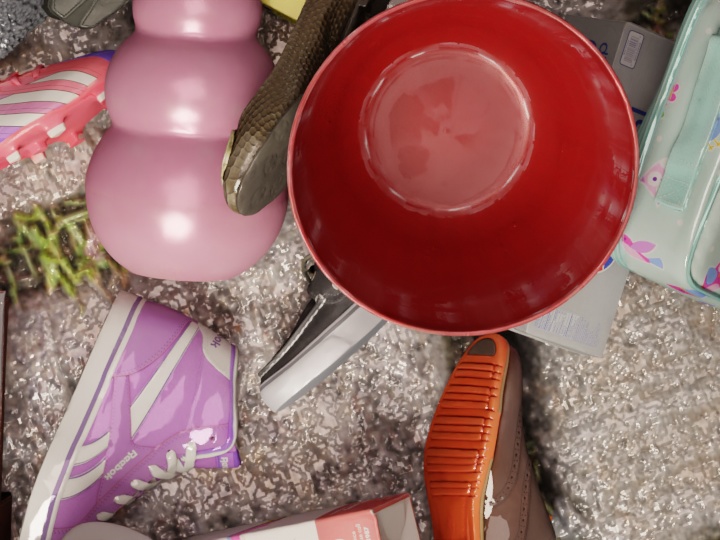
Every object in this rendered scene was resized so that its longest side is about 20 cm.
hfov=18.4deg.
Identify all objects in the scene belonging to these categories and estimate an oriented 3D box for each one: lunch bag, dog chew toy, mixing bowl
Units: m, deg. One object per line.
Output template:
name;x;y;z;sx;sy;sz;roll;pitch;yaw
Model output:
lunch bag;0.225;-0.080;1.337;0.077;0.160;0.200;22;92;34
dog chew toy;-0.102;-0.097;1.350;0.124;0.125;0.201;5;99;0
mixing bowl;0.056;-0.073;1.302;0.199;0.108;0.201;-1;106;-3

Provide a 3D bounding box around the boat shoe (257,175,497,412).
boat shoe;0.000;0.000;1.387;0.200;0.070;0.066;-45;85;-1

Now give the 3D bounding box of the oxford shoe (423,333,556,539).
oxford shoe;0.084;0.141;1.397;0.072;0.071;0.201;9;88;-27

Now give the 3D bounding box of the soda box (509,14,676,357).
soda box;0.137;-0.053;1.376;0.063;0.068;0.201;18;91;-32

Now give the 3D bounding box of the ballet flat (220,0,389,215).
ballet flat;-0.037;-0.118;1.315;0.046;0.067;0.200;22;65;13

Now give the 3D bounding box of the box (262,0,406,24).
box;-0.037;-0.193;1.394;0.200;0.050;0.075;29;91;0

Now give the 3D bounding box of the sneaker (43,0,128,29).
sneaker;-0.165;-0.216;1.346;0.071;0.201;0.098;22;122;-26

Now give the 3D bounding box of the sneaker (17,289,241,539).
sneaker;-0.138;0.125;1.386;0.114;0.073;0.201;24;90;-3

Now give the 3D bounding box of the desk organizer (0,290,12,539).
desk organizer;-0.253;0.111;1.382;0.071;0.077;0.201;2;90;0

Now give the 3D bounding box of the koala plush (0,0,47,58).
koala plush;-0.277;-0.198;1.320;0.183;0.200;0.178;12;90;0

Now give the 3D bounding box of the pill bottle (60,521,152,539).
pill bottle;-0.184;0.254;1.331;0.114;0.114;0.200;35;114;0

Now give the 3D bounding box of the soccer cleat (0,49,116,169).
soccer cleat;-0.236;-0.092;1.391;0.200;0.067;0.077;-33;83;2

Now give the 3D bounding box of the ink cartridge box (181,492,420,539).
ink cartridge box;-0.057;0.214;1.368;0.200;0.067;0.117;-13;89;22
